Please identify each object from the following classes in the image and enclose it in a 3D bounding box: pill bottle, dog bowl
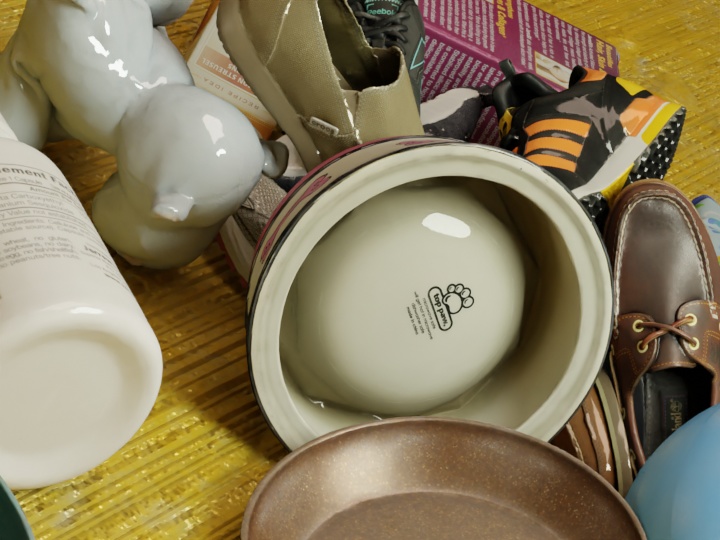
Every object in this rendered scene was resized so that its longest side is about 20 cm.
[{"bbox_3d":[-0.182,0.000,1.298,0.114,0.114,0.200,11,32,-38],"label":"pill bottle"},{"bbox_3d":[0.029,0.017,1.425,0.200,0.200,0.074,20,14,-23],"label":"dog bowl"}]

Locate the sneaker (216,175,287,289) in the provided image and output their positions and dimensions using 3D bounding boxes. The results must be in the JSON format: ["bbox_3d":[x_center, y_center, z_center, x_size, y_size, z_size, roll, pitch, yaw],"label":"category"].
[{"bbox_3d":[0.000,0.000,1.542,0.200,0.082,0.078,39,26,17],"label":"sneaker"}]

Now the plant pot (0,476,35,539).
[{"bbox_3d":[-0.235,0.129,0.978,0.200,0.135,0.200,26,26,-13],"label":"plant pot"}]

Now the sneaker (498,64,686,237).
[{"bbox_3d":[0.105,-0.053,1.565,0.090,0.070,0.200,32,47,21],"label":"sneaker"}]

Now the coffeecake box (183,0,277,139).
[{"bbox_3d":[-0.042,-0.190,1.703,0.073,0.200,0.154,28,25,-6],"label":"coffeecake box"}]

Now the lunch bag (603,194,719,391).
[{"bbox_3d":[0.244,0.069,1.652,0.200,0.127,0.170,47,16,-6],"label":"lunch bag"}]

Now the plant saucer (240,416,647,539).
[{"bbox_3d":[0.040,0.146,1.310,0.200,0.037,0.201,4,36,-3],"label":"plant saucer"}]

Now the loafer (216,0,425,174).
[{"bbox_3d":[0.002,-0.080,1.463,0.200,0.067,0.076,50,32,-14],"label":"loafer"}]

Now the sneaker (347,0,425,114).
[{"bbox_3d":[0.003,-0.122,1.645,0.075,0.079,0.200,3,28,-1],"label":"sneaker"}]

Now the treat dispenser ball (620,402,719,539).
[{"bbox_3d":[0.226,0.158,1.366,0.201,0.201,0.201,25,26,-13],"label":"treat dispenser ball"}]

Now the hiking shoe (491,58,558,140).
[{"bbox_3d":[0.122,-0.048,1.654,0.087,0.074,0.200,46,12,-32],"label":"hiking shoe"}]

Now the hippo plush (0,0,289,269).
[{"bbox_3d":[-0.110,-0.095,1.489,0.161,0.200,0.159,44,49,9],"label":"hippo plush"}]

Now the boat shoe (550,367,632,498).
[{"bbox_3d":[0.102,0.067,1.567,0.068,0.072,0.200,-9,46,-12],"label":"boat shoe"}]

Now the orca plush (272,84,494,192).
[{"bbox_3d":[0.008,-0.062,1.693,0.105,0.071,0.200,15,29,27],"label":"orca plush"}]

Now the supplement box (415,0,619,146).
[{"bbox_3d":[0.070,-0.129,1.832,0.200,0.103,0.131,26,25,-11],"label":"supplement box"}]

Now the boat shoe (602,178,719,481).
[{"bbox_3d":[0.177,0.050,1.530,0.070,0.200,0.070,-8,7,5],"label":"boat shoe"}]
